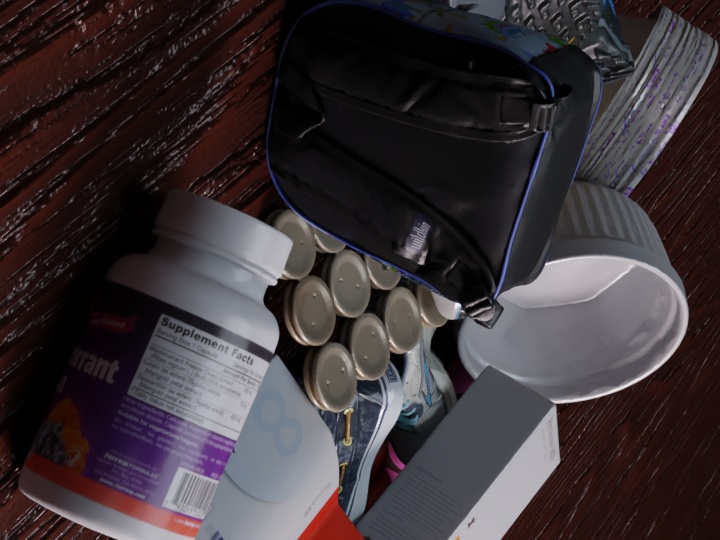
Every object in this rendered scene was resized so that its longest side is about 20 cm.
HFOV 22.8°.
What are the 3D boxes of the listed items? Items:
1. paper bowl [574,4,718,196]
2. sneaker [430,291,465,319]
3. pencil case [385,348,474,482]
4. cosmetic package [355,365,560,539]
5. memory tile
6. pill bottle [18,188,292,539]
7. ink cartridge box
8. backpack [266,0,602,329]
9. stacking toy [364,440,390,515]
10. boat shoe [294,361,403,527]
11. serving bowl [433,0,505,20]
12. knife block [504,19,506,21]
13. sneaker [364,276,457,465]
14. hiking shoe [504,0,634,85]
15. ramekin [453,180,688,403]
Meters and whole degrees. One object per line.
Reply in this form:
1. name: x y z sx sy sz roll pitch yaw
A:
1. paper bowl: 0.224 -0.148 1.607 0.201 0.104 0.201 -57 -177 4
2. sneaker: 0.048 -0.055 1.337 0.072 0.072 0.201 -87 168 -65
3. pencil case: 0.090 0.121 1.598 0.200 0.093 0.091 -42 124 -49
4. cosmetic package: 0.077 0.188 1.453 0.200 0.071 0.102 -49 152 -22
5. memory tile: 0.000 0.000 1.316 0.200 0.017 0.154 -36 113 -51
6. pill bottle: -0.115 0.058 1.065 0.201 0.111 0.111 -67 157 -6
7. ink cartridge box: -0.059 0.185 1.241 0.200 0.047 0.160 55 48 -16
8. backpack: 0.047 -0.091 1.192 0.147 0.199 0.184 -26 135 -59
9. stacking toy: 0.004 0.207 1.502 0.085 0.085 0.201 -47 144 -42
10. boat shoe: -0.040 0.147 1.379 0.091 0.071 0.201 -10 135 -33
11. serving bowl: 0.079 -0.267 1.279 0.200 0.066 0.201 -54 156 -37
12. knife block: 0.116 -0.160 1.461 0.201 0.064 0.176 -59 154 -23
13. sneaker: 0.024 0.089 1.441 0.086 0.077 0.201 -55 143 -46
14. hiking shoe: 0.148 -0.206 1.353 0.200 0.074 0.087 42 31 -63
15. ramekin: 0.174 0.014 1.540 0.201 0.199 0.105 81 1 -49
